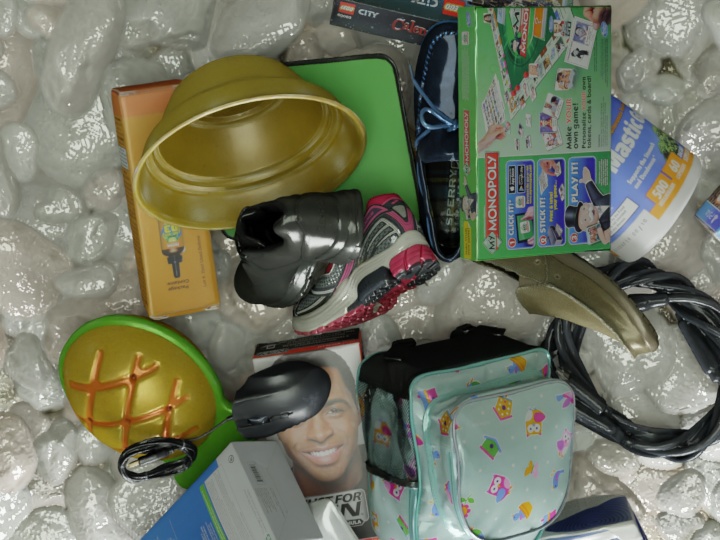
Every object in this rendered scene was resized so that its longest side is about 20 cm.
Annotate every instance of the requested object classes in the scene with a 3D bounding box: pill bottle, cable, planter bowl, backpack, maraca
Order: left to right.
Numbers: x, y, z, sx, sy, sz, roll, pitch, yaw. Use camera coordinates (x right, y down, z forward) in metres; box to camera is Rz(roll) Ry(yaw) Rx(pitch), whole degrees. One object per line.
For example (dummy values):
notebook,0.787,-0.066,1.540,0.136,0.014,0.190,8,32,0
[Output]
maraca,-0.177,0.118,1.718,0.200,0.107,0.137,40,123,-13
planter bowl,-0.101,-0.121,1.616,0.199,0.201,0.084,-18,64,3
backpack,0.095,0.168,1.695,0.175,0.153,0.202,-12,114,-36
pill bottle,0.184,-0.106,1.672,0.199,0.112,0.112,35,99,-6
cable,0.263,0.083,1.746,0.199,0.051,0.164,28,95,-1

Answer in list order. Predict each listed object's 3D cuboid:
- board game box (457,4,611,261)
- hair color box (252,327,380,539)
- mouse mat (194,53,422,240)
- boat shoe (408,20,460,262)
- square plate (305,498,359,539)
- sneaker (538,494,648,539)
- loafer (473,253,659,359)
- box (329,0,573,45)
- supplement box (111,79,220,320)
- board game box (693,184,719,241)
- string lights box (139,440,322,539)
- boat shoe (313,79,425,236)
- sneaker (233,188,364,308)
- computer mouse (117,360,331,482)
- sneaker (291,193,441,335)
board game box,0.142,-0.113,1.571,0.134,0.029,0.202,-4,98,-28
hair color box,-0.033,0.162,1.749,0.101,0.061,0.202,-9,100,3
mouse mat,-0.047,-0.104,1.680,0.198,0.008,0.162,-2,112,22
boat shoe,0.084,-0.103,1.601,0.083,0.069,0.202,-5,112,6
square plate,-0.046,0.309,1.737,0.197,0.028,0.201,-22,104,41
sneaker,0.176,0.289,1.772,0.198,0.081,0.116,-23,104,11
loafer,0.174,0.017,1.689,0.200,0.076,0.068,41,92,24
box,0.083,-0.249,1.642,0.198,0.038,0.137,13,59,-2
supplement box,-0.171,-0.063,1.698,0.066,0.069,0.202,-9,99,-14
board game box,0.420,-0.065,1.688,0.159,0.097,0.200,39,98,-7
string lights box,-0.129,0.248,1.706,0.200,0.059,0.103,-47,57,33
boat shoe,0.034,-0.098,1.692,0.200,0.065,0.071,47,119,-4
sneaker,-0.072,-0.024,1.640,0.090,0.200,0.077,5,67,-26
computer mouse,-0.115,0.136,1.673,0.199,0.034,0.059,-26,127,-6
sneaker,0.000,0.000,1.675,0.080,0.200,0.075,-14,75,-36
